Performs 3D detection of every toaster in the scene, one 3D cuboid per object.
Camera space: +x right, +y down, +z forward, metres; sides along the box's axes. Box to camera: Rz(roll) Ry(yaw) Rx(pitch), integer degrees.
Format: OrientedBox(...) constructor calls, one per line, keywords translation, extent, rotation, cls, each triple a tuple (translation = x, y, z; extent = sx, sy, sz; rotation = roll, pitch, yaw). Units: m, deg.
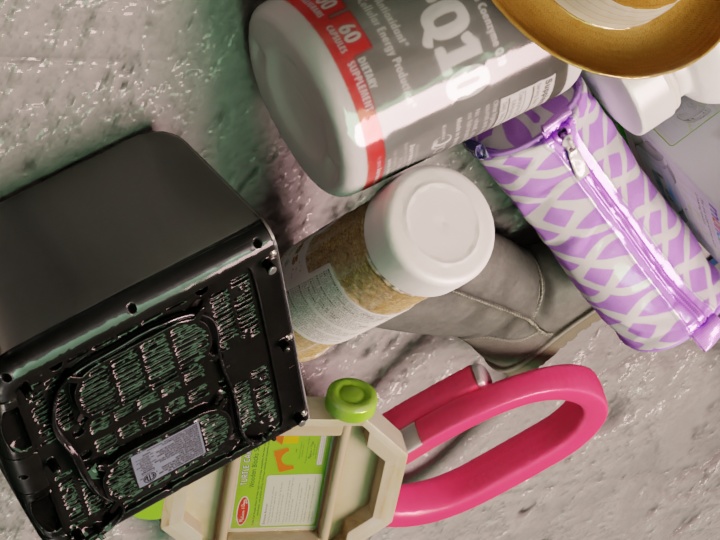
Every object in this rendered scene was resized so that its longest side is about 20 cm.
OrientedBox(translation=(-0.139, 0.046, 1.217), extent=(0.200, 0.119, 0.181), rotation=(-28, 142, -15), cls="toaster")

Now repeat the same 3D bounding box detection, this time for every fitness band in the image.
OrientedBox(translation=(0.073, 0.117, 1.507), extent=(0.200, 0.037, 0.144), rotation=(-30, 151, 21), cls="fitness band")

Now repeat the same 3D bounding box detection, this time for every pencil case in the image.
OrientedBox(translation=(0.148, -0.037, 1.347), extent=(0.084, 0.085, 0.200), rotation=(-49, 121, -13), cls="pencil case")

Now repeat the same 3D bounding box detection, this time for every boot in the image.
OrientedBox(translation=(0.089, -0.014, 1.408), extent=(0.182, 0.073, 0.200), rotation=(-49, 136, 11), cls="boot")

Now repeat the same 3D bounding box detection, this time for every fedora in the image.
OrientedBox(translation=(0.140, -0.202, 1.134), extent=(0.200, 0.201, 0.082), rotation=(-17, 179, -28), cls="fedora")

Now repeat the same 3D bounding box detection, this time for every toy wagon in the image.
OrientedBox(translation=(-0.072, 0.133, 1.411), extent=(0.200, 0.040, 0.155), rotation=(1, 129, -13), cls="toy wagon")

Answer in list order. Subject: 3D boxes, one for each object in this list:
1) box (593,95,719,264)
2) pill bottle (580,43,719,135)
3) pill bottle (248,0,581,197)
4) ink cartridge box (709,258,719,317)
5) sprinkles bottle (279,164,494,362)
OrientedBox(translation=(0.276, -0.104, 1.371), extent=(0.200, 0.177, 0.097), rotation=(-36, 144, -6), cls="box")
OrientedBox(translation=(0.222, -0.170, 1.306), extent=(0.200, 0.112, 0.112), rotation=(-35, 144, -6), cls="pill bottle")
OrientedBox(translation=(0.050, -0.130, 1.197), extent=(0.200, 0.114, 0.114), rotation=(-27, 143, -17), cls="pill bottle")
OrientedBox(translation=(0.353, 0.028, 1.660), extent=(0.145, 0.084, 0.200), rotation=(-38, 144, -1), cls="ink cartridge box")
OrientedBox(translation=(0.000, 0.000, 1.250), extent=(0.068, 0.068, 0.200), rotation=(-15, 172, -30), cls="sprinkles bottle")
